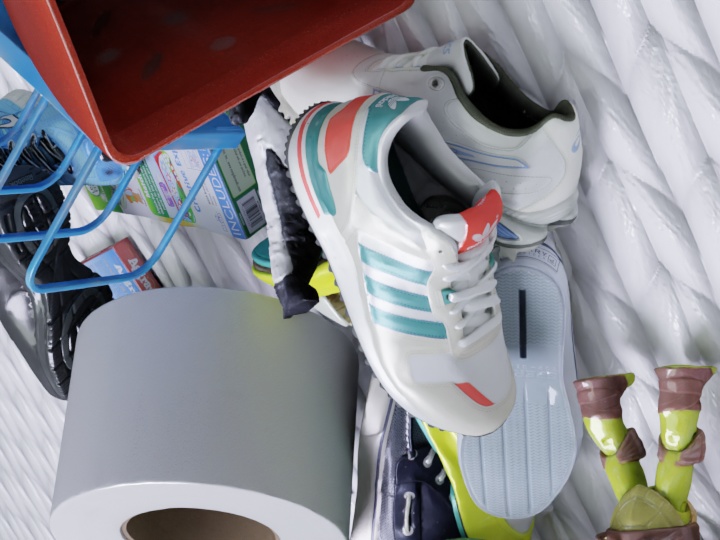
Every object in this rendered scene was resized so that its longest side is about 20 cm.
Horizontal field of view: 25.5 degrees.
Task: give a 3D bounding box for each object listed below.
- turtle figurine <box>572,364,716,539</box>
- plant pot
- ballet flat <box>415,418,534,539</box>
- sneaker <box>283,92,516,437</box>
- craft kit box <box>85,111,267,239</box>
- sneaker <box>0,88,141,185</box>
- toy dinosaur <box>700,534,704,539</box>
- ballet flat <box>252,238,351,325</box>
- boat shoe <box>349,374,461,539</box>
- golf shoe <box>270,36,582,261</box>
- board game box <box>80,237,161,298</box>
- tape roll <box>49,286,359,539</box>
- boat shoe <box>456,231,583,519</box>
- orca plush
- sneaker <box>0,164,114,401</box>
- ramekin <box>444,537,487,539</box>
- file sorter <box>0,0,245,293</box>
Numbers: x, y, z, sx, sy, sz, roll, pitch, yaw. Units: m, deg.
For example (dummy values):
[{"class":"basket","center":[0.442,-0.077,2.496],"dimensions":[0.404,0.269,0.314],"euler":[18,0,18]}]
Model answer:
[{"class":"turtle figurine","center":[0.153,0.136,0.858],"dimensions":[0.199,0.064,0.163],"euler":[-15,80,54]},{"class":"plant pot","center":[-0.119,-0.204,0.840],"dimensions":[0.176,0.199,0.201],"euler":[26,141,51]},{"class":"ballet flat","center":[0.081,0.115,1.015],"dimensions":[0.067,0.067,0.201],"euler":[-14,111,27]},{"class":"sneaker","center":[0.039,-0.001,0.811],"dimensions":[0.093,0.070,0.201],"euler":[-9,113,51]},{"class":"craft kit box","center":[-0.158,-0.126,1.106],"dimensions":[0.197,0.048,0.201],"euler":[10,129,46]},{"class":"sneaker","center":[-0.229,-0.078,1.123],"dimensions":[0.199,0.090,0.079],"euler":[2,124,53]},{"class":"toy dinosaur","center":[0.233,0.183,0.856],"dimensions":[0.102,0.077,0.200],"euler":[48,153,-6]},{"class":"ballet flat","center":[0.000,0.000,0.982],"dimensions":[0.199,0.067,0.067],"euler":[-12,110,55]},{"class":"boat shoe","center":[0.046,0.131,1.081],"dimensions":[0.092,0.075,0.201],"euler":[9,122,6]},{"class":"golf shoe","center":[0.036,-0.096,0.851],"dimensions":[0.199,0.078,0.098],"euler":[30,138,18]},{"class":"board game box","center":[-0.165,0.069,1.338],"dimensions":[0.201,0.019,0.103],"euler":[58,151,-8]},{"class":"tape roll","center":[-0.102,0.118,1.079],"dimensions":[0.201,0.140,0.203],"euler":[3,151,2]},{"class":"boat shoe","center":[0.098,0.056,0.924],"dimensions":[0.073,0.067,0.201],"euler":[9,129,6]},{"class":"orca plush","center":[-0.028,-0.077,0.922],"dimensions":[0.105,0.070,0.202],"euler":[49,-146,-65]},{"class":"sneaker","center":[-0.236,0.006,1.125],"dimensions":[0.090,0.076,0.201],"euler":[10,130,30]},{"class":"ramekin","center":[0.080,0.266,1.007],"dimensions":[0.199,0.098,0.201],"euler":[19,132,23]},{"class":"file sorter","center":[-0.203,-0.096,0.978],"dimensions":[0.200,0.138,0.123],"euler":[42,111,19]}]
